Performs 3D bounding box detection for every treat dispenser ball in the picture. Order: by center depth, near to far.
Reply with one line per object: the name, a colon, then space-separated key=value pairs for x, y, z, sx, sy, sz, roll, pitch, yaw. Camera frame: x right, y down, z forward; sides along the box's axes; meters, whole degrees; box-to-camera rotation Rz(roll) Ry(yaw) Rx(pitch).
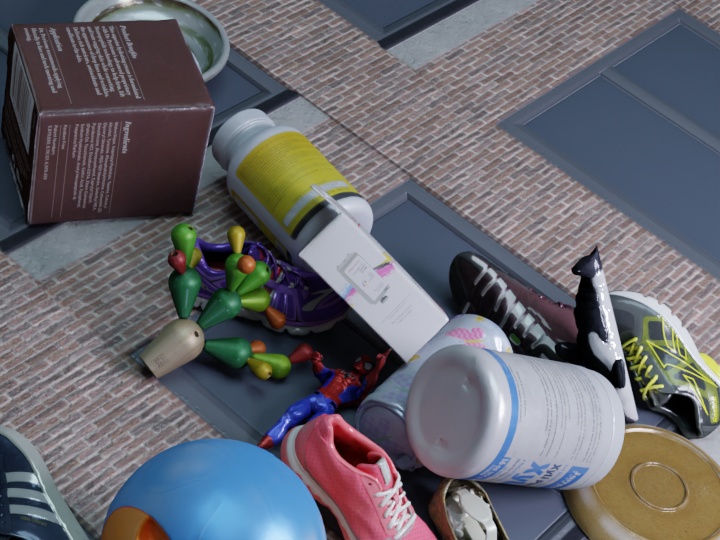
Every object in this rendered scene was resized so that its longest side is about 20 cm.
treat dispenser ball: x=-0.129 y=0.249 z=1.398 sx=0.200 sy=0.201 sz=0.201 roll=9 pitch=43 yaw=-8

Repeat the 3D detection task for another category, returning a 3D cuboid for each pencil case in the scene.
pencil case: x=0.081 y=0.126 z=1.683 sx=0.091 sy=0.083 sz=0.200 roll=42 pitch=47 yaw=8

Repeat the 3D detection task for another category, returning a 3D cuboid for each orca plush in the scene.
orca plush: x=0.241 y=0.079 z=1.707 sx=0.071 sy=0.201 sz=0.105 roll=-13 pitch=34 yaw=8

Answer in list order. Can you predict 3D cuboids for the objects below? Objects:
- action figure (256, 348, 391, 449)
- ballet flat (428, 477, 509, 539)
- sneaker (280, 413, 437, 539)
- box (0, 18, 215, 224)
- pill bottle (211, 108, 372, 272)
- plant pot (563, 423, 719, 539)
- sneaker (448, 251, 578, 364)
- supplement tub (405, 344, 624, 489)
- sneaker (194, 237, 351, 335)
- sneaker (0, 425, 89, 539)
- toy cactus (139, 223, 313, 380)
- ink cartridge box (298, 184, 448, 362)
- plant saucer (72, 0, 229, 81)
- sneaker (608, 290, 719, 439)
action figure: x=-0.040 y=0.128 z=1.636 sx=0.065 sy=0.099 sz=0.200 roll=33 pitch=42 yaw=16
ballet flat: x=0.127 y=0.280 z=1.548 sx=0.070 sy=0.071 sz=0.200 roll=-10 pitch=49 yaw=-26
sneaker: x=0.011 y=0.218 z=1.535 sx=0.200 sy=0.087 sz=0.074 roll=45 pitch=47 yaw=-1
box: x=-0.291 y=-0.170 z=1.813 sx=0.199 sy=0.165 sz=0.166 roll=-5 pitch=46 yaw=-22
pill bottle: x=-0.084 y=-0.095 z=1.839 sx=0.112 sy=0.112 sz=0.200 roll=-21 pitch=55 yaw=-34
plant pot: x=0.312 y=0.234 z=1.685 sx=0.199 sy=0.028 sz=0.201 roll=10 pitch=42 yaw=-9
sneaker: x=0.195 y=0.048 z=1.819 sx=0.115 sy=0.076 sz=0.200 roll=-24 pitch=66 yaw=-42
supplement tub: x=0.155 y=0.149 z=1.600 sx=0.199 sy=0.132 sz=0.132 roll=12 pitch=37 yaw=-40
sneaker: x=-0.101 y=0.012 z=1.743 sx=0.199 sy=0.084 sz=0.081 roll=10 pitch=43 yaw=-10
sneaker: x=-0.319 y=0.225 z=1.456 sx=0.084 sy=0.075 sz=0.200 roll=-18 pitch=53 yaw=-38
toy cactus: x=-0.152 y=0.054 z=1.662 sx=0.165 sy=0.200 sz=0.102 roll=-39 pitch=26 yaw=-10
ink cartridge box: x=0.000 y=0.000 z=1.693 sx=0.200 sy=0.067 sz=0.116 roll=46 pitch=3 yaw=-1
plant saucer: x=-0.266 y=-0.279 z=2.020 sx=0.199 sy=0.050 sz=0.201 roll=9 pitch=43 yaw=-8
sneaker: x=0.332 y=0.104 z=1.772 sx=0.200 sy=0.075 sz=0.085 roll=40 pitch=52 yaw=3
